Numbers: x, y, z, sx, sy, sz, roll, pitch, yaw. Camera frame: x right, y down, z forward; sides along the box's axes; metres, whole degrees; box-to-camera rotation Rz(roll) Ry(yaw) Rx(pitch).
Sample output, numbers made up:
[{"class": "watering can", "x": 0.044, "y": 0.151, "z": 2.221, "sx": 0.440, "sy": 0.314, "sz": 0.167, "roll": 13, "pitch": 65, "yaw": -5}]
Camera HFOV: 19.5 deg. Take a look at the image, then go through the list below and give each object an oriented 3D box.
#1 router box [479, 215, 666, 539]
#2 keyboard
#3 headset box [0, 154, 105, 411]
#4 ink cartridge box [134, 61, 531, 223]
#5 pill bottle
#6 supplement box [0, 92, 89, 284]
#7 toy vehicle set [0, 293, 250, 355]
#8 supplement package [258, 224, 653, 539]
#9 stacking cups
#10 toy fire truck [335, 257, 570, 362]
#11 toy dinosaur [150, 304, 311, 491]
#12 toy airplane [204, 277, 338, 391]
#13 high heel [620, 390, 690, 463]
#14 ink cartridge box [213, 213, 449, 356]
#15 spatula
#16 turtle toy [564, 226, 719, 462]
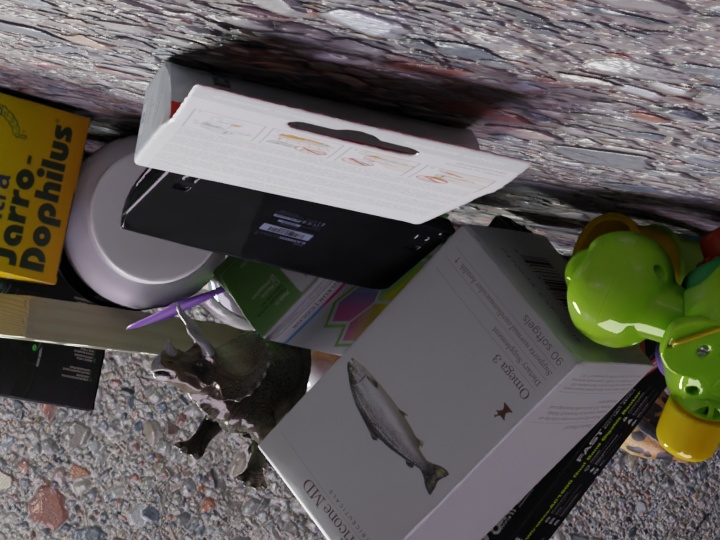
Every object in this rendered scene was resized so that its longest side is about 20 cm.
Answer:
[{"class": "router box", "x": 0.095, "y": 0.087, "z": 1.394, "sx": 0.150, "sy": 0.200, "sz": 0.062, "roll": 40, "pitch": -173, "yaw": 28}, {"class": "keyboard", "x": -0.030, "y": -0.042, "z": 1.203, "sx": 0.199, "sy": 0.021, "sz": 0.127, "roll": 13, "pitch": 142, "yaw": -36}, {"class": "headset box", "x": -0.263, "y": 0.004, "z": 1.530, "sx": 0.092, "sy": 0.201, "sz": 0.174, "roll": 8, "pitch": 176, "yaw": 31}, {"class": "ink cartridge box", "x": -0.017, "y": -0.070, "z": 1.011, "sx": 0.159, "sy": 0.048, "sz": 0.200, "roll": 12, "pitch": 170, "yaw": -12}, {"class": "pill bottle", "x": -0.142, "y": -0.030, "z": 1.362, "sx": 0.110, "sy": 0.112, "sz": 0.200, "roll": 12, "pitch": 175, "yaw": -11}, {"class": "supplement box", "x": -0.272, "y": -0.058, "z": 1.338, "sx": 0.109, "sy": 0.109, "sz": 0.200, "roll": 14, "pitch": 175, "yaw": -33}, {"class": "toy vehicle set", "x": -0.183, "y": 0.037, "z": 1.395, "sx": 0.124, "sy": 0.027, "sz": 0.199, "roll": 4, "pitch": 176, "yaw": 43}, {"class": "supplement package", "x": 0.058, "y": 0.083, "z": 1.295, "sx": 0.117, "sy": 0.200, "sz": 0.117, "roll": 50, "pitch": -159, "yaw": 22}, {"class": "stacking cups", "x": 0.223, "y": 0.011, "z": 1.326, "sx": 0.199, "sy": 0.061, "sz": 0.060, "roll": 13, "pitch": 176, "yaw": -39}, {"class": "toy fire truck", "x": 0.092, "y": 0.040, "z": 1.474, "sx": 0.141, "sy": 0.200, "sz": 0.049, "roll": 44, "pitch": -173, "yaw": 2}, {"class": "toy dinosaur", "x": -0.062, "y": 0.075, "z": 1.353, "sx": 0.077, "sy": 0.103, "sz": 0.200, "roll": 30, "pitch": -162, "yaw": 21}, {"class": "toy airplane", "x": -0.020, "y": 0.025, "z": 1.578, "sx": 0.198, "sy": 0.142, "sz": 0.200, "roll": 13, "pitch": 176, "yaw": -23}, {"class": "high heel", "x": 0.203, "y": 0.096, "z": 1.622, "sx": 0.142, "sy": 0.072, "sz": 0.200, "roll": 37, "pitch": -170, "yaw": 8}, {"class": "ink cartridge box", "x": 0.000, "y": 0.000, "z": 1.373, "sx": 0.059, "sy": 0.104, "sz": 0.200, "roll": 50, "pitch": -166, "yaw": 23}, {"class": "spatula", "x": -0.078, "y": 0.031, "z": 1.377, "sx": 0.056, "sy": 0.021, "sz": 0.200, "roll": -25, "pitch": 160, "yaw": 30}, {"class": "turtle toy", "x": 0.214, "y": 0.030, "z": 1.208, "sx": 0.199, "sy": 0.146, "sz": 0.101, "roll": 13, "pitch": -155, "yaw": -17}]
